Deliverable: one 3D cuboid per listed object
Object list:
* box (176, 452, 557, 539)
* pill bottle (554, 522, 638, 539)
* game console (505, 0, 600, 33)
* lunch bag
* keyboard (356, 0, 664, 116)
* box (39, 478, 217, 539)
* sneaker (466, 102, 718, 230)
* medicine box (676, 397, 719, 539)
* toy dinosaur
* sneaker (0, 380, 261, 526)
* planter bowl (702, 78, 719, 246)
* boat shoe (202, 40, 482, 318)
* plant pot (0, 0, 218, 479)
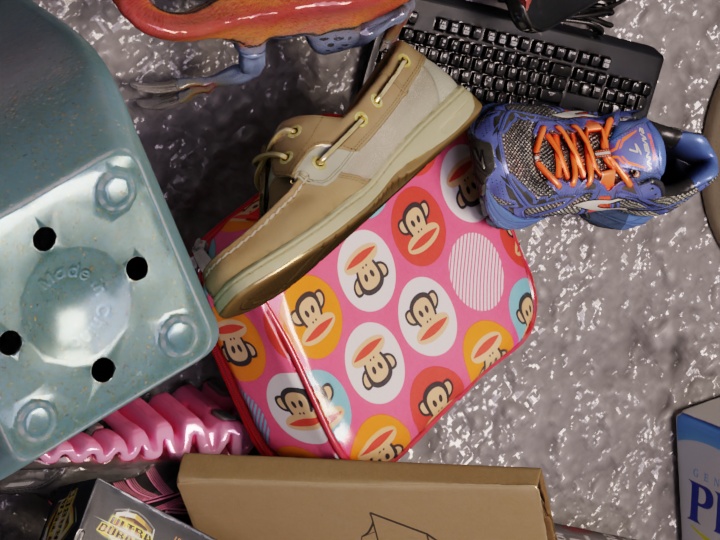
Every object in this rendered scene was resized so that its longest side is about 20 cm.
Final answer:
[{"bbox_3d":[0.011,0.159,1.449,0.164,0.199,0.021,75,23,-46],"label":"box"},{"bbox_3d":[0.103,0.203,1.577,0.199,0.111,0.111,13,95,-17],"label":"pill bottle"},{"bbox_3d":[0.156,-0.253,1.496,0.176,0.116,0.201,-31,113,-44],"label":"game console"},{"bbox_3d":[0.000,0.000,1.466,0.200,0.082,0.177,-38,111,-39],"label":"lunch bag"},{"bbox_3d":[0.097,-0.122,1.549,0.199,0.040,0.105,9,98,-32],"label":"keyboard"},{"bbox_3d":[-0.094,0.223,1.395,0.199,0.046,0.160,30,64,-26],"label":"box"},{"bbox_3d":[0.131,-0.066,1.511,0.199,0.078,0.076,-3,79,-51],"label":"sneaker"},{"bbox_3d":[0.291,0.190,1.649,0.102,0.182,0.201,-14,108,-27],"label":"medicine box"},{"bbox_3d":[-0.043,-0.156,1.404,0.181,0.199,0.106,-21,97,-58],"label":"toy dinosaur"},{"bbox_3d":[-0.133,0.117,1.459,0.199,0.079,0.096,-1,113,-28],"label":"sneaker"},{"bbox_3d":[0.328,-0.066,1.639,0.199,0.135,0.202,-7,105,-28],"label":"planter bowl"},{"bbox_3d":[-0.021,-0.049,1.375,0.066,0.074,0.200,48,52,1],"label":"boat shoe"},{"bbox_3d":[-0.179,-0.004,1.324,0.196,0.200,0.197,-31,114,-21],"label":"plant pot"}]
